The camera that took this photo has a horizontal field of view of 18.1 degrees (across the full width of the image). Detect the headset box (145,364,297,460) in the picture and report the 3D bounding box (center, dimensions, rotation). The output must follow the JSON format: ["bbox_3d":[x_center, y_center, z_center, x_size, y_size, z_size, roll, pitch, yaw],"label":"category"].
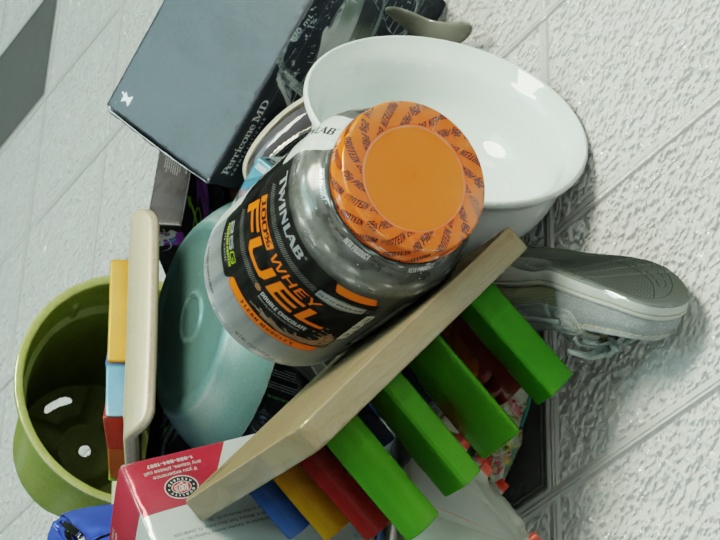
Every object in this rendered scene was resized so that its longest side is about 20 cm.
[{"bbox_3d":[-0.089,0.100,1.791,0.174,0.092,0.201,-35,41,49],"label":"headset box"}]

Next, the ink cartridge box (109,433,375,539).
[{"bbox_3d":[-0.065,0.230,1.485,0.145,0.144,0.201,103,148,-44],"label":"ink cartridge box"}]

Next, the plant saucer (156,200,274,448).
[{"bbox_3d":[-0.114,0.039,1.711,0.200,0.036,0.202,-34,50,55],"label":"plant saucer"}]

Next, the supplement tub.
[{"bbox_3d":[-0.010,-0.024,1.412,0.200,0.122,0.123,-38,38,58],"label":"supplement tub"}]

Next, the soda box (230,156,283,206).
[{"bbox_3d":[0.000,0.000,1.589,0.200,0.068,0.064,37,108,21],"label":"soda box"}]

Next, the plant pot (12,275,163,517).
[{"bbox_3d":[-0.217,0.130,1.946,0.184,0.199,0.202,132,150,-61],"label":"plant pot"}]

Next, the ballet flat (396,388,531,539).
[{"bbox_3d":[0.064,0.131,1.496,0.075,0.064,0.201,-8,63,62],"label":"ballet flat"}]

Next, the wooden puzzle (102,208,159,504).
[{"bbox_3d":[-0.182,0.076,1.757,0.200,0.037,0.186,109,163,-62],"label":"wooden puzzle"}]

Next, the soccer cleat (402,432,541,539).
[{"bbox_3d":[0.078,0.181,1.394,0.077,0.069,0.200,-41,41,4],"label":"soccer cleat"}]

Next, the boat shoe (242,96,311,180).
[{"bbox_3d":[0.007,-0.101,1.683,0.199,0.073,0.063,-23,34,0],"label":"boat shoe"}]

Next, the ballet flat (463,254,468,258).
[{"bbox_3d":[0.037,0.021,1.646,0.201,0.069,0.069,-66,25,6],"label":"ballet flat"}]

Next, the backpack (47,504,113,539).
[{"bbox_3d":[-0.169,0.278,1.701,0.200,0.161,0.169,-140,45,-58],"label":"backpack"}]

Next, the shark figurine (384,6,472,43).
[{"bbox_3d":[0.026,-0.096,1.763,0.215,0.128,0.089,-50,53,1],"label":"shark figurine"}]

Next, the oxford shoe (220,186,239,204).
[{"bbox_3d":[-0.094,-0.064,1.940,0.073,0.084,0.201,10,81,63],"label":"oxford shoe"}]

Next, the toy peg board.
[{"bbox_3d":[0.020,0.096,1.409,0.200,0.098,0.199,-42,2,-31],"label":"toy peg board"}]

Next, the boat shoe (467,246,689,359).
[{"bbox_3d":[0.135,0.025,1.429,0.201,0.074,0.065,10,105,57],"label":"boat shoe"}]

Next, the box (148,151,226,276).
[{"bbox_3d":[-0.140,-0.050,1.947,0.200,0.036,0.144,78,-164,-61],"label":"box"}]

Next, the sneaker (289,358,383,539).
[{"bbox_3d":[-0.028,0.141,1.617,0.071,0.082,0.201,-157,63,-63],"label":"sneaker"}]

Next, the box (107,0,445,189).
[{"bbox_3d":[-0.063,-0.171,1.782,0.124,0.196,0.201,36,103,27],"label":"box"}]

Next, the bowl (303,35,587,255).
[{"bbox_3d":[0.050,-0.072,1.561,0.202,0.199,0.091,-103,22,-50],"label":"bowl"}]
